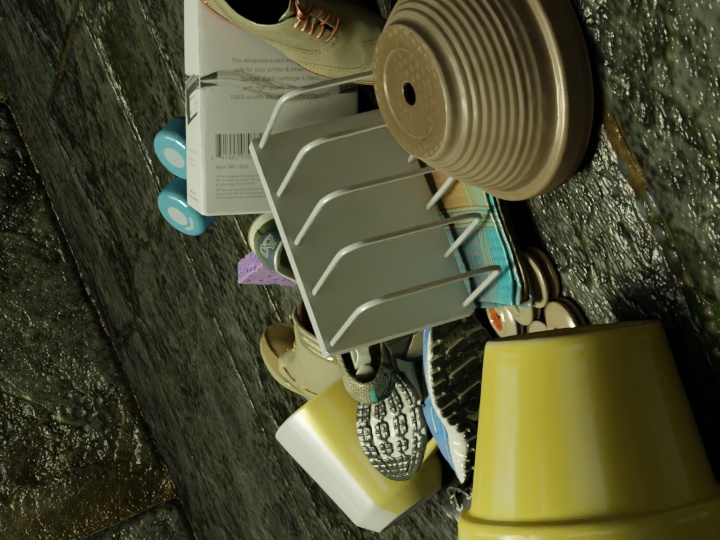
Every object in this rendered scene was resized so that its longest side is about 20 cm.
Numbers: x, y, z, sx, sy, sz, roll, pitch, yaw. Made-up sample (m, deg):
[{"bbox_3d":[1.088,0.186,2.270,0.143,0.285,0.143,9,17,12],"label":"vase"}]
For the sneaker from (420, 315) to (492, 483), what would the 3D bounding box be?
[{"bbox_3d":[0.086,0.118,1.423,0.089,0.078,0.200,36,144,53],"label":"sneaker"}]

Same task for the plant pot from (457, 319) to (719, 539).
[{"bbox_3d":[0.164,0.136,1.084,0.201,0.200,0.189,172,91,-70],"label":"plant pot"}]

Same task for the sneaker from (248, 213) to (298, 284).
[{"bbox_3d":[0.000,0.000,1.340,0.090,0.200,0.067,-128,54,-75],"label":"sneaker"}]

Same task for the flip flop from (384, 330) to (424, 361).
[{"bbox_3d":[0.036,-0.013,1.424,0.058,0.081,0.200,-116,7,-81],"label":"flip flop"}]

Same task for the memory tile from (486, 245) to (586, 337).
[{"bbox_3d":[0.167,0.087,1.262,0.200,0.017,0.153,63,161,13],"label":"memory tile"}]

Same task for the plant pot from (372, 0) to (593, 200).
[{"bbox_3d":[0.073,-0.140,1.105,0.201,0.093,0.201,42,143,43],"label":"plant pot"}]

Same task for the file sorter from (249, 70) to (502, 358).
[{"bbox_3d":[0.013,-0.055,1.247,0.125,0.138,0.200,125,127,-66],"label":"file sorter"}]

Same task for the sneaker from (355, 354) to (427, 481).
[{"bbox_3d":[0.042,0.109,1.511,0.077,0.089,0.201,-7,86,27],"label":"sneaker"}]

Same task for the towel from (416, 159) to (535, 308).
[{"bbox_3d":[0.085,-0.062,1.277,0.147,0.022,0.200,175,78,-72],"label":"towel"}]

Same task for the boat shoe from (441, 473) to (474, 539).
[{"bbox_3d":[0.106,0.228,1.394,0.070,0.066,0.201,-100,20,-76],"label":"boat shoe"}]

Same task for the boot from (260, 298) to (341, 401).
[{"bbox_3d":[-0.061,0.085,1.788,0.200,0.073,0.156,46,153,43],"label":"boot"}]

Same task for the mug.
[{"bbox_3d":[0.012,0.192,1.620,0.153,0.149,0.187,54,165,12],"label":"mug"}]

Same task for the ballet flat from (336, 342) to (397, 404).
[{"bbox_3d":[-0.008,0.028,1.448,0.075,0.068,0.200,76,179,-70],"label":"ballet flat"}]

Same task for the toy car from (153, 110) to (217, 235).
[{"bbox_3d":[-0.076,-0.111,1.534,0.200,0.184,0.177,29,147,15],"label":"toy car"}]

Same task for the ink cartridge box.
[{"bbox_3d":[-0.081,-0.155,1.352,0.084,0.144,0.201,-151,60,-71],"label":"ink cartridge box"}]

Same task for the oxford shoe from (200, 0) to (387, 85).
[{"bbox_3d":[-0.045,-0.204,1.261,0.075,0.200,0.071,-126,56,-79],"label":"oxford shoe"}]

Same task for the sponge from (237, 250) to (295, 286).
[{"bbox_3d":[-0.057,-0.011,1.611,0.200,0.111,0.030,152,121,-71],"label":"sponge"}]
